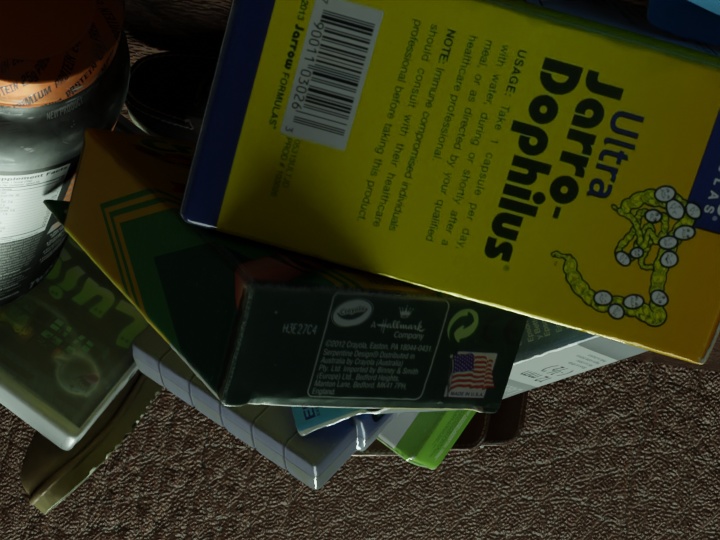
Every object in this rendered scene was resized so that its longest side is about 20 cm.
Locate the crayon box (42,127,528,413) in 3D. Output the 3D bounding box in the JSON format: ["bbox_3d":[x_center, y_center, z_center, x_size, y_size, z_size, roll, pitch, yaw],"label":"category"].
[{"bbox_3d":[-0.039,-0.009,0.645,0.127,0.051,0.200,4,-160,-33],"label":"crayon box"}]

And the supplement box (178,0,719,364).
[{"bbox_3d":[0.046,-0.056,0.594,0.200,0.110,0.109,15,-162,-3],"label":"supplement box"}]

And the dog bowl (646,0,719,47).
[{"bbox_3d":[0.110,-0.115,0.476,0.200,0.050,0.111,13,173,-40],"label":"dog bowl"}]

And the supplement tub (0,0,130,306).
[{"bbox_3d":[-0.179,-0.072,0.731,0.122,0.123,0.200,11,148,-18],"label":"supplement tub"}]

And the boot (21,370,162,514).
[{"bbox_3d":[-0.199,0.017,0.864,0.200,0.175,0.066,40,129,-7],"label":"boot"}]

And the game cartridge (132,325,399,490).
[{"bbox_3d":[-0.005,0.012,0.822,0.130,0.200,0.038,28,146,28],"label":"game cartridge"}]

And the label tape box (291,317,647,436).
[{"bbox_3d":[0.053,-0.014,0.744,0.200,0.143,0.066,-21,161,25],"label":"label tape box"}]

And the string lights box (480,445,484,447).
[{"bbox_3d":[0.048,0.019,1.127,0.103,0.200,0.059,6,173,35],"label":"string lights box"}]

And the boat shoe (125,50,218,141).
[{"bbox_3d":[-0.054,-0.095,0.857,0.200,0.072,0.065,19,156,32],"label":"boat shoe"}]

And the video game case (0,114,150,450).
[{"bbox_3d":[-0.182,-0.028,0.844,0.200,0.182,0.023,37,143,-1],"label":"video game case"}]

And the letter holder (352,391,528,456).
[{"bbox_3d":[0.049,0.018,1.021,0.142,0.200,0.101,0,178,-2],"label":"letter holder"}]

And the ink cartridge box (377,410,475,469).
[{"bbox_3d":[0.000,0.000,0.935,0.200,0.148,0.076,35,178,17],"label":"ink cartridge box"}]
